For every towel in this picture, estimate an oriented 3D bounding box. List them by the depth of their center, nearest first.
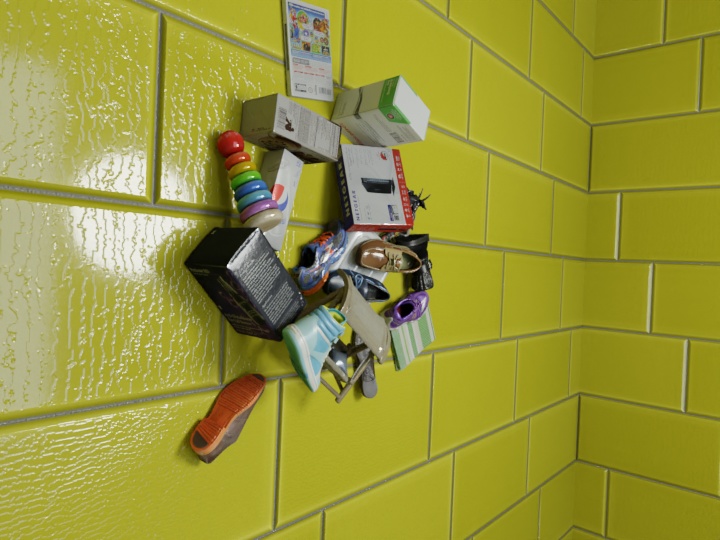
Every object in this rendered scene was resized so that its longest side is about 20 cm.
[{"bbox_3d":[0.152,0.181,1.657,0.198,0.023,0.158,-33,116,-44],"label":"towel"}]

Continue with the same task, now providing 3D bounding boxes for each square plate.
[{"bbox_3d":[0.000,0.000,1.407,0.198,0.028,0.203,41,79,-42],"label":"square plate"}]

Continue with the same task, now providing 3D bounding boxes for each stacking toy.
[{"bbox_3d":[-0.222,-0.177,1.093,0.084,0.084,0.206,-15,80,-48],"label":"stacking toy"}]

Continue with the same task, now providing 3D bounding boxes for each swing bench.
[{"bbox_3d":[-0.045,0.147,1.259,0.198,0.130,0.200,-39,128,2],"label":"swing bench"}]

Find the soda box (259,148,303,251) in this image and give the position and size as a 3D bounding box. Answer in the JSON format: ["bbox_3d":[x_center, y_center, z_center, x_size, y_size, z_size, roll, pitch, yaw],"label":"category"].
[{"bbox_3d":[-0.184,-0.147,1.182,0.063,0.067,0.208,27,72,-47],"label":"soda box"}]

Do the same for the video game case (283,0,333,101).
[{"bbox_3d":[-0.118,-0.498,1.282,0.141,0.018,0.209,-11,101,-50],"label":"video game case"}]

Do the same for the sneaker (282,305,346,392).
[{"bbox_3d":[-0.076,0.153,1.120,0.129,0.079,0.203,-35,147,-21],"label":"sneaker"}]

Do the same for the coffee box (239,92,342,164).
[{"bbox_3d":[-0.143,-0.293,1.190,0.197,0.110,0.083,12,83,-51],"label":"coffee box"}]

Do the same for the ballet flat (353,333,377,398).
[{"bbox_3d":[0.013,0.231,1.474,0.065,0.046,0.209,-7,93,-18],"label":"ballet flat"}]

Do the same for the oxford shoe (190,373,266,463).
[{"bbox_3d":[-0.259,0.293,1.130,0.200,0.070,0.075,-47,146,-33],"label":"oxford shoe"}]

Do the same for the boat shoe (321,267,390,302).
[{"bbox_3d":[-0.004,0.037,1.352,0.195,0.068,0.087,1,107,-41],"label":"boat shoe"}]

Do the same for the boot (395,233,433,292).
[{"bbox_3d":[0.156,-0.018,1.575,0.210,0.077,0.165,-13,102,-66],"label":"boot"}]

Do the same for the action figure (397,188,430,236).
[{"bbox_3d":[0.095,-0.159,1.489,0.195,0.120,0.104,-17,139,-30],"label":"action figure"}]

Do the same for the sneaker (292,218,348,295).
[{"bbox_3d":[-0.092,-0.044,1.302,0.079,0.074,0.204,48,55,-36],"label":"sneaker"}]

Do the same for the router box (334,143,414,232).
[{"bbox_3d":[0.032,-0.198,1.373,0.174,0.049,0.208,-2,75,-32],"label":"router box"}]

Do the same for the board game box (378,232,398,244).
[{"bbox_3d":[0.047,-0.034,1.513,0.198,0.023,0.109,-33,119,-45],"label":"board game box"}]

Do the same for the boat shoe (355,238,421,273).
[{"bbox_3d":[0.076,-0.031,1.391,0.195,0.073,0.079,0,107,-41],"label":"boat shoe"}]

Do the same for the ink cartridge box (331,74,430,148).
[{"bbox_3d":[0.047,-0.372,1.356,0.145,0.195,0.087,34,65,-46],"label":"ink cartridge box"}]

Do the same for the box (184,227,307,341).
[{"bbox_3d":[-0.219,0.025,1.089,0.105,0.144,0.203,-54,129,-32],"label":"box"}]

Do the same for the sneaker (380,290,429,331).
[{"bbox_3d":[0.141,0.107,1.572,0.198,0.083,0.082,-30,85,-46],"label":"sneaker"}]
